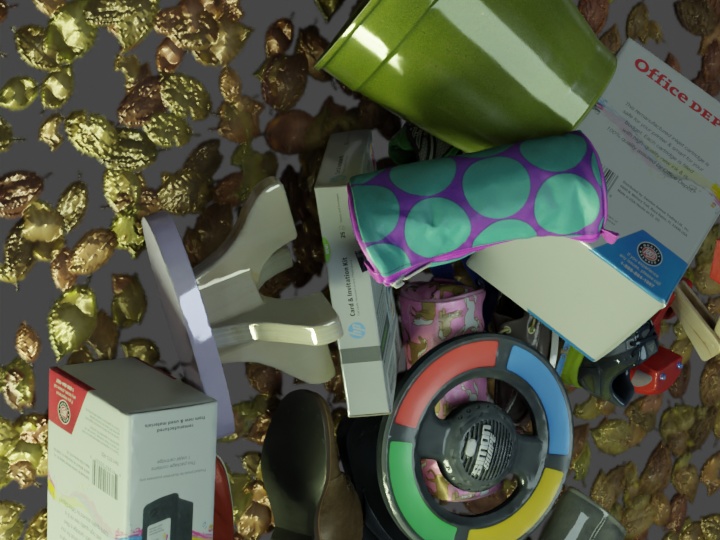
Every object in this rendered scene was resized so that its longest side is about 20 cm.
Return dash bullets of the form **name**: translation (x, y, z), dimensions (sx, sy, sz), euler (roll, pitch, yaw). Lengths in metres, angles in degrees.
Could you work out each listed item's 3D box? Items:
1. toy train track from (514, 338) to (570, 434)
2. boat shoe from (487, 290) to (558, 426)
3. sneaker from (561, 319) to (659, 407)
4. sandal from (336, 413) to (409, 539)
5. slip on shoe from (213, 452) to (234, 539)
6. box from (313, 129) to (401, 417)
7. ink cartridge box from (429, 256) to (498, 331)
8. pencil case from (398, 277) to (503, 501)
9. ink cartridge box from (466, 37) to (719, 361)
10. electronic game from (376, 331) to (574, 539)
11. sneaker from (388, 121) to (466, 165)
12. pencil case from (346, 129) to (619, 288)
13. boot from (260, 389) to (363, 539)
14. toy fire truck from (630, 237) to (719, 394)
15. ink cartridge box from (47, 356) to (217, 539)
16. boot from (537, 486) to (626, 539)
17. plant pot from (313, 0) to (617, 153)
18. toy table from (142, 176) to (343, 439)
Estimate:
- **toy train track**: translation (0.169, 0.092, 1.693), dimensions (0.032, 0.115, 0.201), euler (13, 115, -3)
- **boat shoe**: translation (0.147, 0.040, 1.648), dimensions (0.059, 0.072, 0.201), euler (9, 100, -25)
- **sneaker**: translation (0.247, 0.042, 1.708), dimensions (0.074, 0.081, 0.201), euler (-34, 148, -41)
- **sandal**: translation (0.027, 0.218, 1.669), dimensions (0.076, 0.043, 0.201), euler (-32, 117, -23)
- **slip on shoe**: translation (-0.130, 0.243, 1.526), dimensions (0.074, 0.061, 0.201), euler (14, 65, -31)
- **box**: translation (0.000, 0.000, 1.535), dimensions (0.041, 0.156, 0.201), euler (-5, 110, 6)
- **ink cartridge box**: translation (0.152, -0.044, 1.690), dimensions (0.200, 0.041, 0.200), euler (-43, 122, -17)
- **pencil case**: translation (0.082, 0.108, 1.643), dimensions (0.086, 0.083, 0.202), euler (-11, 101, -29)
- **ink cartridge box**: translation (0.216, -0.060, 1.556), dimensions (0.147, 0.145, 0.200), euler (37, 62, 0)
- **electronic game**: translation (0.102, 0.153, 1.589), dimensions (0.199, 0.042, 0.202), euler (-4, 99, -28)
- **sneaker**: translation (0.074, -0.124, 1.583), dimensions (0.085, 0.078, 0.201), euler (18, 67, -4)
- **pencil case**: translation (0.091, -0.046, 1.403), dimensions (0.198, 0.085, 0.093), euler (-13, 77, -2)
- **boot**: translation (-0.038, 0.190, 1.613), dimensions (0.075, 0.073, 0.201), euler (-22, 121, -43)
- **toy fire truck**: translation (0.306, 0.040, 1.729), dimensions (0.049, 0.141, 0.201), euler (-25, 128, -40)
- **ink cartridge box**: translation (-0.185, 0.186, 1.457), dimensions (0.082, 0.145, 0.202), euler (-6, 105, -34)
- **boot**: translation (0.163, 0.301, 1.764), dimensions (0.201, 0.072, 0.182), euler (-55, 138, -3)
- **plant pot**: translation (0.098, -0.182, 1.480), dimensions (0.193, 0.200, 0.201), euler (39, 79, -6)
- **toy table**: translation (-0.095, 0.028, 1.475), dimensions (0.116, 0.184, 0.201), euler (-20, 131, -11)
